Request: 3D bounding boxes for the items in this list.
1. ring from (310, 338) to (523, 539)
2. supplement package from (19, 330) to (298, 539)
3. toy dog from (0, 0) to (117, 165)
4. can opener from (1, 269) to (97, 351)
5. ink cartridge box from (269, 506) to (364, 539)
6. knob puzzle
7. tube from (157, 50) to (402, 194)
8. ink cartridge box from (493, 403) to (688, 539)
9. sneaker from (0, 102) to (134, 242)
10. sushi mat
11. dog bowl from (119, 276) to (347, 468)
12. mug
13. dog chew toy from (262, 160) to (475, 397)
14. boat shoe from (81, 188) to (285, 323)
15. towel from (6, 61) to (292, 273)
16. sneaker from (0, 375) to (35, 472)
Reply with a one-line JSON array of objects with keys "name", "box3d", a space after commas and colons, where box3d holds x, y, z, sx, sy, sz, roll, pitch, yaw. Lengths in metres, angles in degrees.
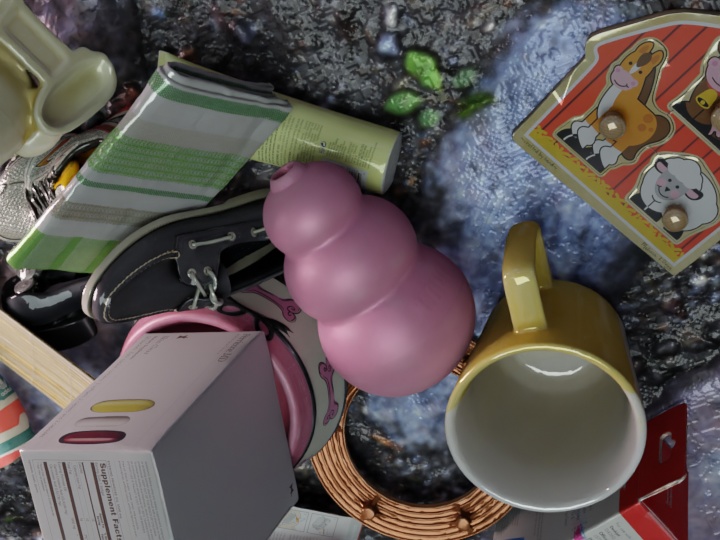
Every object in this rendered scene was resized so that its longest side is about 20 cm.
[{"name": "ring", "box3d": [0.049, 0.142, 1.389, 0.200, 0.019, 0.201, 3, 109, 10]}, {"name": "supplement package", "box3d": [-0.144, 0.156, 1.244, 0.111, 0.200, 0.156, -2, 112, 22]}, {"name": "toy dog", "box3d": [-0.305, -0.116, 1.246, 0.139, 0.194, 0.200, 36, 154, -25]}, {"name": "can opener", "box3d": [-0.214, 0.008, 1.360, 0.200, 0.063, 0.079, -19, 135, 23]}, {"name": "ink cartridge box", "box3d": [-0.104, 0.227, 1.466, 0.200, 0.050, 0.109, 12, 121, -7]}, {"name": "knob puzzle", "box3d": [0.243, -0.108, 1.227, 0.219, 0.030, 0.220, 5, 119, 8]}, {"name": "tube", "box3d": [-0.068, -0.112, 1.277, 0.200, 0.052, 0.058, 16, 81, 8]}, {"name": "ink cartridge box", "box3d": [0.205, 0.205, 1.360, 0.200, 0.116, 0.067, -34, 107, 26]}, {"name": "sneaker", "box3d": [-0.230, -0.073, 1.299, 0.200, 0.082, 0.078, -26, 104, 32]}, {"name": "sushi mat", "box3d": [-0.273, 0.077, 1.379, 0.200, 0.012, 0.096, 35, 148, 14]}, {"name": "dog bowl", "box3d": [-0.115, 0.096, 1.365, 0.200, 0.074, 0.201, 8, 116, 17]}, {"name": "mug", "box3d": [0.154, 0.069, 1.272, 0.149, 0.153, 0.187, 20, 120, -1]}, {"name": "dog chew toy", "box3d": [0.000, 0.000, 1.251, 0.124, 0.125, 0.200, -28, 113, 23]}, {"name": "boat shoe", "box3d": [-0.119, -0.004, 1.260, 0.063, 0.200, 0.073, 39, 138, 31]}, {"name": "towel", "box3d": [-0.158, -0.072, 1.218, 0.200, 0.149, 0.031, -45, 64, 22]}, {"name": "sneaker", "box3d": [-0.385, 0.146, 1.477, 0.199, 0.070, 0.094, -16, 99, 20]}]
